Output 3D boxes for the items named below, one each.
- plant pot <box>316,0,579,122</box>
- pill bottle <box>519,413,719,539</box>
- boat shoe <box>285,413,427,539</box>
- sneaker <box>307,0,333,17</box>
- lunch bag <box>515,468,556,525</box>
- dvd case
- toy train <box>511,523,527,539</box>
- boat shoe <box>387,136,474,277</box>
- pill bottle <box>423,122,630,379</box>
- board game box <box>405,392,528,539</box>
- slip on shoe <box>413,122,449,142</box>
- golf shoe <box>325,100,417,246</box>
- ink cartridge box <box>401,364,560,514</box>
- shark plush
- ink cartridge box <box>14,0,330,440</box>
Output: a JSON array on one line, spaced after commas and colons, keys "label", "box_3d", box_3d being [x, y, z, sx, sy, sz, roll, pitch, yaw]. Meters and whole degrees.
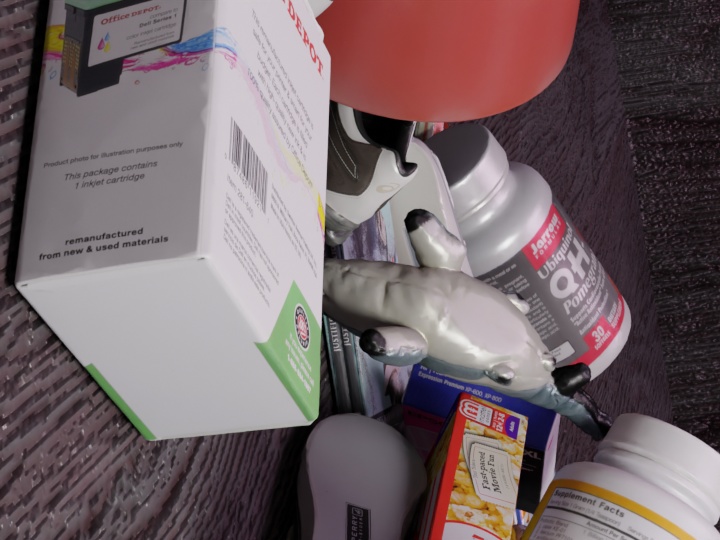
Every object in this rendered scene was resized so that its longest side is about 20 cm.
[{"label": "plant pot", "box_3d": [0.039, -0.208, 1.024, 0.177, 0.200, 0.201, 105, -6, -45]}, {"label": "pill bottle", "box_3d": [0.133, 0.184, 1.085, 0.200, 0.109, 0.109, -59, 151, -17]}, {"label": "boat shoe", "box_3d": [-0.011, 0.148, 1.032, 0.200, 0.071, 0.064, -78, -169, -62]}, {"label": "sneaker", "box_3d": [-0.083, -0.183, 0.897, 0.200, 0.090, 0.075, 43, 9, -28]}, {"label": "lunch bag", "box_3d": [0.100, 0.162, 1.427, 0.200, 0.075, 0.161, 27, 51, -74]}, {"label": "dvd case", "box_3d": [0.000, 0.000, 1.225, 0.146, 0.022, 0.200, -7, 90, -76]}, {"label": "toy train", "box_3d": [0.071, 0.221, 1.205, 0.200, 0.056, 0.150, -72, -177, -52]}, {"label": "boat shoe", "box_3d": [0.047, 0.005, 1.330, 0.069, 0.072, 0.200, -28, 100, -73]}, {"label": "pill bottle", "box_3d": [0.108, -0.009, 1.430, 0.200, 0.111, 0.111, 53, 28, -30]}, {"label": "board game box", "box_3d": [0.037, 0.183, 1.066, 0.200, 0.046, 0.152, -73, -175, -60]}, {"label": "slip on shoe", "box_3d": [0.082, -0.059, 1.502, 0.074, 0.061, 0.200, -82, 157, -43]}, {"label": "golf shoe", "box_3d": [0.001, -0.114, 1.116, 0.078, 0.094, 0.200, 23, 54, -41]}, {"label": "ink cartridge box", "box_3d": [0.077, 0.102, 1.235, 0.200, 0.095, 0.037, 83, 27, -66]}, {"label": "shark plush", "box_3d": [0.063, 0.035, 1.113, 0.083, 0.200, 0.091, -29, -132, 58]}, {"label": "ink cartridge box", "box_3d": [-0.073, -0.050, 0.831, 0.145, 0.084, 0.200, 61, 25, -56]}]
